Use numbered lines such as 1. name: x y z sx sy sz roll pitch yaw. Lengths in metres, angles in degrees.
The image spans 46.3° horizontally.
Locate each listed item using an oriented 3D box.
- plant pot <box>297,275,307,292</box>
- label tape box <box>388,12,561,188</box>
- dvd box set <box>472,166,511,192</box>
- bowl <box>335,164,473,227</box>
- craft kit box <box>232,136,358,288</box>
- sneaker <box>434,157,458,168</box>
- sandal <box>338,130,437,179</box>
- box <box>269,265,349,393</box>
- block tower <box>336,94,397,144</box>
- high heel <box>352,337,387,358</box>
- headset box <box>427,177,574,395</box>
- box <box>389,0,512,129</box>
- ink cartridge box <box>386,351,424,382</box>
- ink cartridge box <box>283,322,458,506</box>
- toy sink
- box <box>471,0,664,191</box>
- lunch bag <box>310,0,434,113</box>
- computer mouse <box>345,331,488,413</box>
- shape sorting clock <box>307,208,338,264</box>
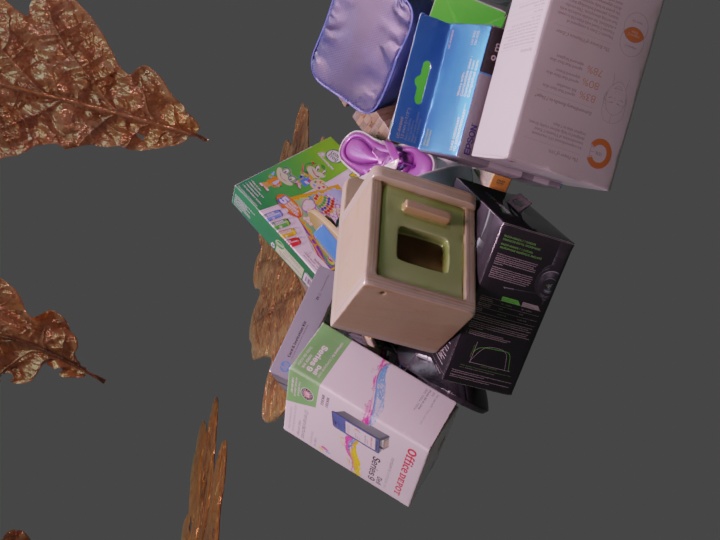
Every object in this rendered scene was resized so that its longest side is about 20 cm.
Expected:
1. plant pot: -0.044 -0.052 1.357 0.199 0.174 0.200 -41 0 0
2. label tape box: 0.145 -0.186 0.932 0.066 0.196 0.146 -150 75 -70
3. dvd box set: 0.194 -0.218 1.086 0.147 0.029 0.203 -106 32 -60
4. bowl: 0.076 -0.052 1.127 0.107 0.198 0.201 68 156 7
5. craft kit box: -0.055 -0.088 1.252 0.200 0.196 0.049 46 142 18
6. sneaker: 0.100 -0.127 1.264 0.201 0.066 0.110 -165 91 -78
7. sandal: 0.026 -0.156 1.217 0.201 0.049 0.084 24 92 46
8. box: -0.060 0.100 1.178 0.200 0.040 0.158 72 -138 -69
9. block tower: 0.010 -0.272 1.324 0.202 0.057 0.054 55 142 12
10. high heel: 0.014 0.099 1.216 0.097 0.066 0.203 -82 6 -60
11. headset box: 0.143 0.007 0.974 0.175 0.091 0.204 -119 45 -66
12. box: 0.133 -0.287 1.124 0.177 0.095 0.202 -60 -7 -55
13. ink cartridge box: 0.087 0.071 1.197 0.198 0.043 0.204 -125 51 -70
14. ink cartridge box: 0.008 0.181 1.050 0.088 0.197 0.147 -52 -17 -38
15. toy sink: 0.050 -0.034 0.931 0.112 0.128 0.203 128 153 -53
16. box: 0.209 -0.198 0.862 0.097 0.122 0.204 -150 74 -73
17. lunch bag: 0.029 -0.327 1.211 0.132 0.135 0.202 -32 -25 -51
18. computer mouse: 0.069 0.101 1.020 0.199 0.139 0.047 30 91 53
19. shape sorting clock: 0.000 0.000 1.078 0.039 0.201 0.200 -39 19 -2
